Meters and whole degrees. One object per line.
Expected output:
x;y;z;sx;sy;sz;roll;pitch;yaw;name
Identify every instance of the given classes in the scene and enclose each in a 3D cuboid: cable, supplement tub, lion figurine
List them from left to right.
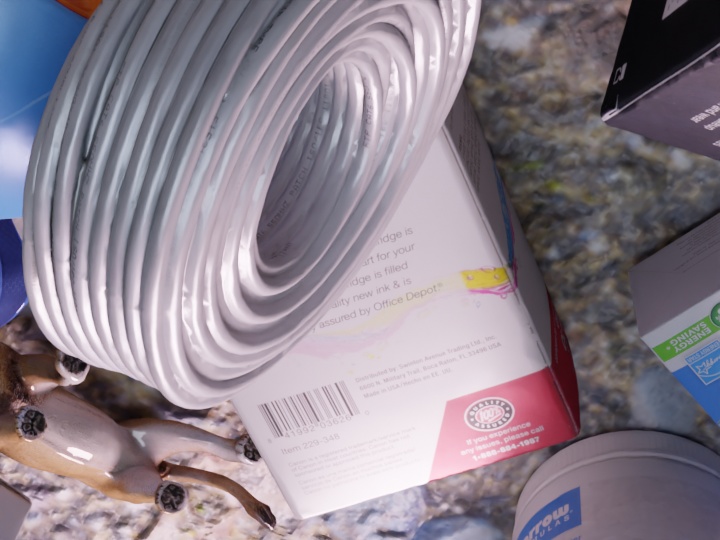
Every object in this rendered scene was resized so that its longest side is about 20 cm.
-0.144;0.079;0.888;0.200;0.073;0.122;39;153;-28;lion figurine
-0.034;-0.048;0.628;0.069;0.200;0.201;28;125;19;cable
0.137;0.189;0.865;0.131;0.200;0.132;2;125;2;supplement tub

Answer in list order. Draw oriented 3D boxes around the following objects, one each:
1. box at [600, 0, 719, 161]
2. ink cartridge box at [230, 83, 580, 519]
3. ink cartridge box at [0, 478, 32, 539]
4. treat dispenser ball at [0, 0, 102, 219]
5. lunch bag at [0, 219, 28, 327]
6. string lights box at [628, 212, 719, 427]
0.218;-0.095;0.652;0.199;0.197;0.118;18;81;-7;box
0.000;0.000;0.814;0.147;0.086;0.201;-16;120;14;ink cartridge box
-0.265;0.175;0.883;0.083;0.146;0.200;38;141;-21;ink cartridge box
-0.140;-0.120;0.671;0.200;0.201;0.202;2;125;3;treat dispenser ball
-0.256;0.006;0.802;0.199;0.132;0.136;-27;85;23;lunch bag
0.227;0.054;0.849;0.103;0.059;0.200;-34;116;22;string lights box
